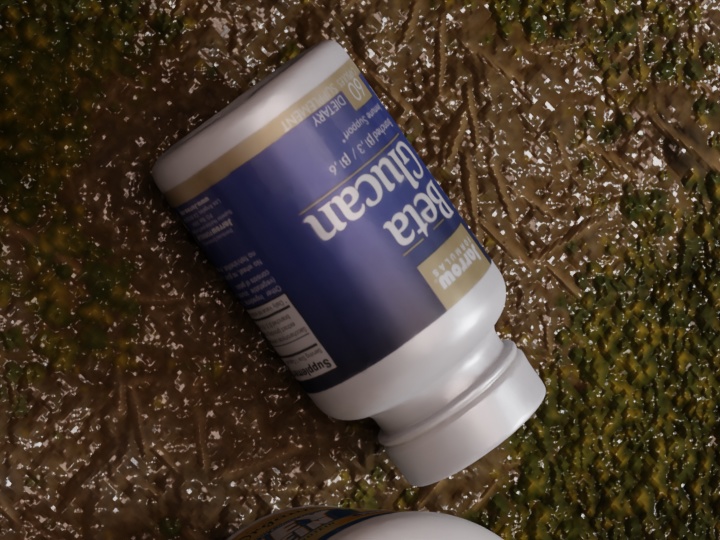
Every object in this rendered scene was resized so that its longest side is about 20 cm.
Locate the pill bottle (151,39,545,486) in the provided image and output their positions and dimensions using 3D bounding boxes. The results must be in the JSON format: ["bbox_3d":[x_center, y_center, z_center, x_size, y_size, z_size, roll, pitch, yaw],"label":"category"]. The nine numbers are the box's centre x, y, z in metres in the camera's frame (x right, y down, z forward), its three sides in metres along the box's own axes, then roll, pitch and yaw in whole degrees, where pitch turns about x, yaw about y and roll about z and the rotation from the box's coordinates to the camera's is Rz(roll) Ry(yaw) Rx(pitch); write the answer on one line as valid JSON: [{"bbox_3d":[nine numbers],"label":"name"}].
[{"bbox_3d":[0.000,0.000,1.001,0.111,0.111,0.200,-38,98,-18],"label":"pill bottle"}]

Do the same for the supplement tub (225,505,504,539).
[{"bbox_3d":[-0.004,0.179,0.936,0.144,0.200,0.145,2,84,-20],"label":"supplement tub"}]
